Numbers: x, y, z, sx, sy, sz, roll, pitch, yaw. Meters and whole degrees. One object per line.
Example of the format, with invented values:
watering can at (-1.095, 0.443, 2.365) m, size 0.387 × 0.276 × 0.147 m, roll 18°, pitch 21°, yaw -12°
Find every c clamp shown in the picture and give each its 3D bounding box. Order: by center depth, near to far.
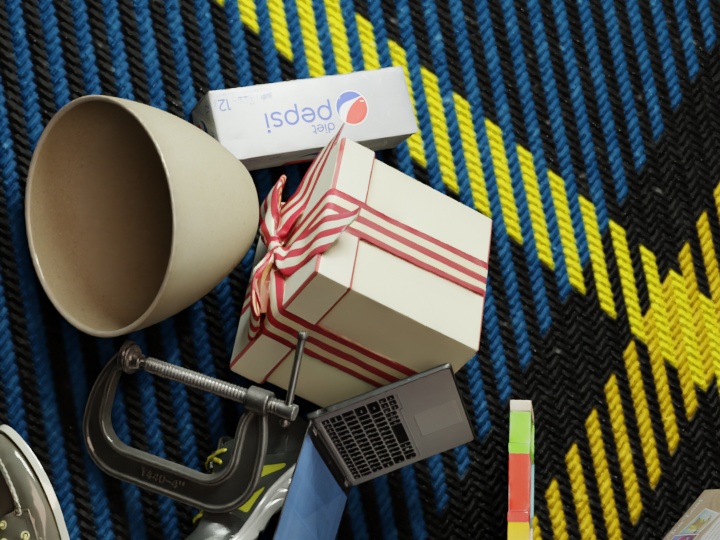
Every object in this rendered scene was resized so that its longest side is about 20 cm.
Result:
c clamp at (-0.144, 0.116, 1.414) m, size 0.199 × 0.027 × 0.172 m, roll 11°, pitch 100°, yaw 18°

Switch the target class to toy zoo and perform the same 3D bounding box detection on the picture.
toy zoo at (0.147, 0.226, 1.528) m, size 0.020 × 0.131 × 0.201 m, roll 1°, pitch 78°, yaw 8°

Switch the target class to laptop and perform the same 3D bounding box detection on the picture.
laptop at (0.013, 0.194, 1.427) m, size 0.199 × 0.187 × 0.116 m, roll -21°, pitch 64°, yaw 1°

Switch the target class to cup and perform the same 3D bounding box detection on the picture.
cup at (-0.171, -0.049, 1.427) m, size 0.143 × 0.200 × 0.202 m, roll -6°, pitch 82°, yaw -46°

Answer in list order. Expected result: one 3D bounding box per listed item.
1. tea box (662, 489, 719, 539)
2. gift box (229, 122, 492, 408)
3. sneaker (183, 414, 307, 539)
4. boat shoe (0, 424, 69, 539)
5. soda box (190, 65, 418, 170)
tea box at (0.364, 0.344, 1.588) m, size 0.200 × 0.134 × 0.197 m, roll -44°, pitch 98°, yaw -22°
gift box at (0.000, 0.000, 1.450) m, size 0.186 × 0.200 × 0.185 m, roll 25°, pitch 41°, yaw -17°
sneaker at (-0.114, 0.196, 1.463) m, size 0.085 × 0.074 × 0.200 m, roll 48°, pitch 59°, yaw -2°
boat shoe at (-0.277, 0.230, 1.384) m, size 0.060 × 0.072 × 0.203 m, roll -23°, pitch 94°, yaw -28°
soda box at (-0.052, -0.138, 1.543) m, size 0.199 × 0.063 × 0.069 m, roll -11°, pitch 84°, yaw -23°
